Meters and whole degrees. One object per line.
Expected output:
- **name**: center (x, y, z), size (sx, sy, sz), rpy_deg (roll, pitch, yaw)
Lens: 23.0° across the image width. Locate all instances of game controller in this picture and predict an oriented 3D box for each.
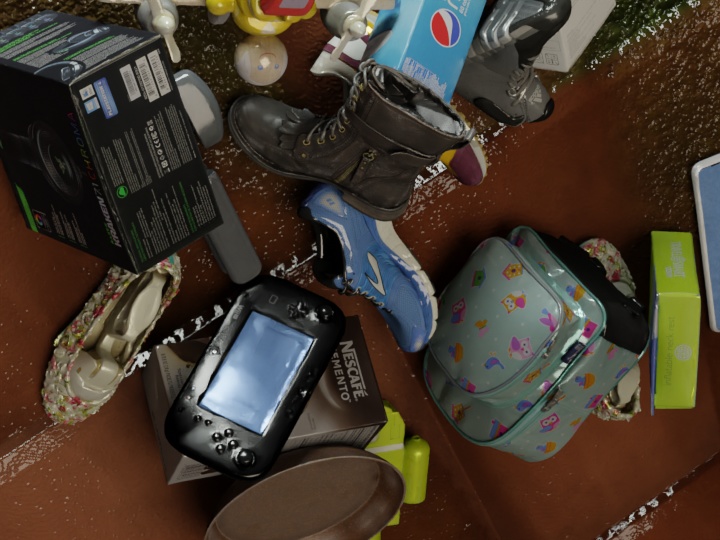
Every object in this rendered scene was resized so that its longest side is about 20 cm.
- **game controller**: center (-0.093, 0.094, 1.577), size (0.104, 0.042, 0.200), rpy_deg (29, 58, -1)

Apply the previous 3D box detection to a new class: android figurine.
- **android figurine**: center (-0.018, 0.201, 1.756), size (0.182, 0.041, 0.200), rpy_deg (-4, 114, -22)

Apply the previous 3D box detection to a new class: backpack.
- **backpack**: center (0.153, 0.077, 1.699), size (0.153, 0.176, 0.200), rpy_deg (12, 118, -42)

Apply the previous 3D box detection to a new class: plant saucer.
- **plant saucer**: center (-0.055, 0.222, 1.667), size (0.200, 0.035, 0.200), rpy_deg (-14, 144, -11)

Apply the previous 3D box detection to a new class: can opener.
- **can opener**: center (-0.133, -0.080, 1.584), size (0.066, 0.053, 0.200), rpy_deg (-27, 119, -13)

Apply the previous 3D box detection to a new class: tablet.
- **tablet**: center (0.414, -0.041, 1.865), size (0.130, 0.014, 0.200), rpy_deg (-20, 118, -16)

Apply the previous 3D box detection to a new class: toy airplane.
- **toy airplane**: center (-0.092, -0.222, 1.466), size (0.200, 0.199, 0.141), rpy_deg (-3, 90, 21)

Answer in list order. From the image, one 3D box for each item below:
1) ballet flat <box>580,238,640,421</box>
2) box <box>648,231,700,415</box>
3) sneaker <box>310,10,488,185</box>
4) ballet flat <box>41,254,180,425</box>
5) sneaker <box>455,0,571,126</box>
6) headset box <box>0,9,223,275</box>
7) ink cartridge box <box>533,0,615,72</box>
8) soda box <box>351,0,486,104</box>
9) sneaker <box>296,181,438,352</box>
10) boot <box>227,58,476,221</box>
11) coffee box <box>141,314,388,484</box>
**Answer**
- **ballet flat**: center (0.260, 0.065, 1.801), size (0.076, 0.064, 0.200), rpy_deg (-20, 116, -21)
- **box**: center (0.309, 0.050, 1.749), size (0.048, 0.200, 0.122), rpy_deg (1, 111, 8)
- **sneaker**: center (0.035, -0.140, 1.625), size (0.090, 0.075, 0.200), rpy_deg (-42, 112, -6)
- **ballet flat**: center (-0.225, 0.060, 1.593), size (0.076, 0.064, 0.200), rpy_deg (24, 100, -30)
- **sneaker**: center (0.149, -0.187, 1.581), size (0.115, 0.200, 0.075), rpy_deg (44, 65, -18)
- **headset box**: center (-0.225, -0.111, 1.453), size (0.093, 0.200, 0.174), rpy_deg (-32, 122, -28)
- **ink cartridge box**: center (0.173, -0.291, 1.588), size (0.109, 0.050, 0.200), rpy_deg (-53, 141, -35)
- **soda box**: center (0.065, -0.236, 1.553), size (0.064, 0.068, 0.200), rpy_deg (32, 68, -30)
- **sneaker**: center (0.000, 0.000, 1.655), size (0.089, 0.079, 0.200), rpy_deg (-40, 113, -21)
- **boot**: center (-0.009, -0.132, 1.527), size (0.200, 0.174, 0.069), rpy_deg (26, 61, -2)
- **coffee box**: center (-0.089, 0.118, 1.637), size (0.200, 0.113, 0.080), rpy_deg (-8, 157, -21)
